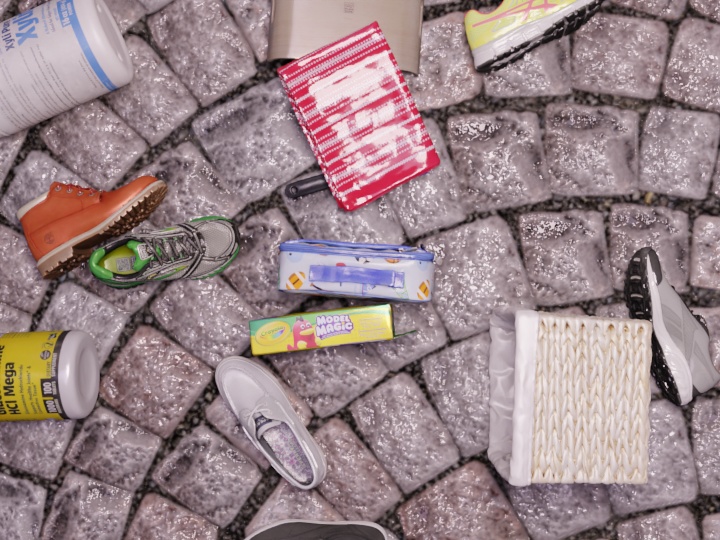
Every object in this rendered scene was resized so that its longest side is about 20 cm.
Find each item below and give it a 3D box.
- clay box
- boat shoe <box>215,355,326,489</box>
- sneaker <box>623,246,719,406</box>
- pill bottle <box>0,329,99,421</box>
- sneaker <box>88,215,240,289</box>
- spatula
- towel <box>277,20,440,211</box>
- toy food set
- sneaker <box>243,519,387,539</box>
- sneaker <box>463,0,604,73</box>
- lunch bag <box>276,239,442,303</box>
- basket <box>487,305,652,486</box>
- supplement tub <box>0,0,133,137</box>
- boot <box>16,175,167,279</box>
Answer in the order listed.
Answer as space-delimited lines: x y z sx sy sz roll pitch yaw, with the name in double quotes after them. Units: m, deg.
-0.031 0.071 1.245 0.199 0.115 0.048 -8 87 2 "clay box"
-0.117 0.195 1.270 0.072 0.069 0.201 -32 87 2 "boat shoe"
0.388 0.064 1.249 0.079 0.074 0.201 -21 94 -7 "sneaker"
-0.443 0.135 1.269 0.199 0.112 0.113 -3 89 3 "pill bottle"
-0.248 -0.018 1.275 0.199 0.085 0.078 -17 88 2 "sneaker"
-0.002 -0.128 1.294 0.199 0.021 0.057 -17 95 4 "spatula"
0.000 -0.191 1.258 0.144 0.022 0.201 -26 100 0 "towel"
-0.017 -0.330 1.288 0.199 0.060 0.144 5 89 -5 "toy food set"
-0.067 0.355 1.249 0.199 0.099 0.071 -6 90 4 "sneaker"
0.219 -0.332 1.260 0.199 0.078 0.091 -26 81 1 "sneaker"
0.000 0.000 1.222 0.199 0.160 0.076 3 89 4 "lunch bag"
0.241 0.143 1.190 0.160 0.198 0.201 1 88 -1 "basket"
-0.402 -0.261 1.266 0.199 0.132 0.133 -23 88 1 "supplement tub"
-0.349 -0.084 1.291 0.199 0.075 0.108 -30 82 3 "boot"
